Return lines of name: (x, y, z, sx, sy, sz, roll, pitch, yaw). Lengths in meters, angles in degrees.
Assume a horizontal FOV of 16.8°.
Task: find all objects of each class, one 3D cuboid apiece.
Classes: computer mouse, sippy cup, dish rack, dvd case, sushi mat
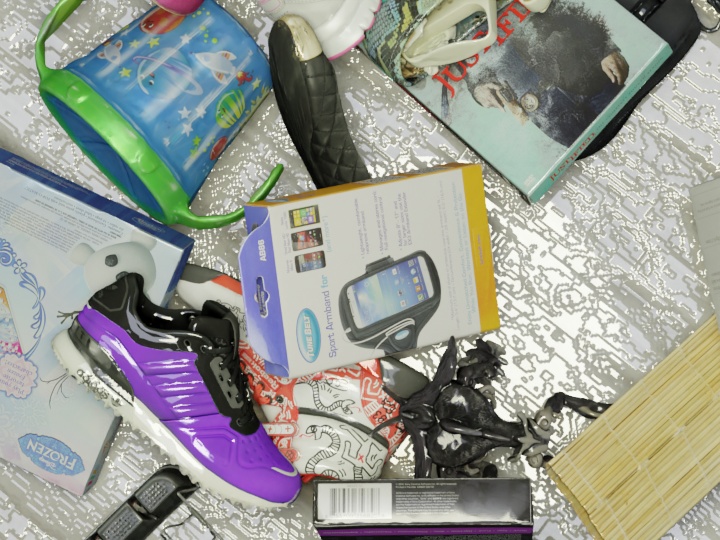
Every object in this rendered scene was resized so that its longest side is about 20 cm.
computer mouse: (0.177, -0.167, 1.727, 0.138, 0.053, 0.200, 37, 90, 4)
sippy cup: (-0.135, -0.124, 1.711, 0.130, 0.140, 0.178, -44, 121, -10)
dish rack: (-0.125, 0.253, 1.713, 0.153, 0.055, 0.200, -44, 79, 1)
dvd case: (0.100, -0.161, 1.711, 0.146, 0.022, 0.200, -47, 62, 2)
sushi mat: (0.217, 0.114, 1.674, 0.200, 0.012, 0.096, -38, 99, -29)

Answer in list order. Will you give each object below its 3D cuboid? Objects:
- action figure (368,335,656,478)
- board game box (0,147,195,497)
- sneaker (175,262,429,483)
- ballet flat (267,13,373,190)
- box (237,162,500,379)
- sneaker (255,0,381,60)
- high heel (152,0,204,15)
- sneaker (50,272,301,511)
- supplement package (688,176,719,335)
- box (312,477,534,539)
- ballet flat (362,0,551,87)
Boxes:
action figure: (0.098, 0.111, 1.695, 0.199, 0.102, 0.120, 12, 90, -12)
board game box: (-0.244, 0.028, 1.721, 0.199, 0.043, 0.200, 25, 105, 4)
sneaker: (-0.061, 0.080, 1.720, 0.200, 0.067, 0.108, 27, 86, 2)
ballet flat: (-0.017, -0.096, 1.699, 0.057, 0.066, 0.201, -29, 124, -12)
box: (0.000, 0.000, 1.667, 0.199, 0.041, 0.120, -11, 100, -29)
sneaker: (-0.019, -0.249, 1.698, 0.088, 0.081, 0.201, 30, 61, -27)
high heel: (-0.098, -0.242, 1.671, 0.067, 0.200, 0.096, 45, 115, -7)
sneaker: (-0.106, 0.077, 1.656, 0.200, 0.070, 0.100, 38, 102, -8)
supplement package: (0.318, 0.022, 1.662, 0.117, 0.117, 0.201, -10, 87, -20)
box: (0.045, 0.172, 1.644, 0.142, 0.200, 0.036, -1, 74, 3)
ballet flat: (0.093, -0.192, 1.675, 0.200, 0.074, 0.074, -34, 85, 19)
